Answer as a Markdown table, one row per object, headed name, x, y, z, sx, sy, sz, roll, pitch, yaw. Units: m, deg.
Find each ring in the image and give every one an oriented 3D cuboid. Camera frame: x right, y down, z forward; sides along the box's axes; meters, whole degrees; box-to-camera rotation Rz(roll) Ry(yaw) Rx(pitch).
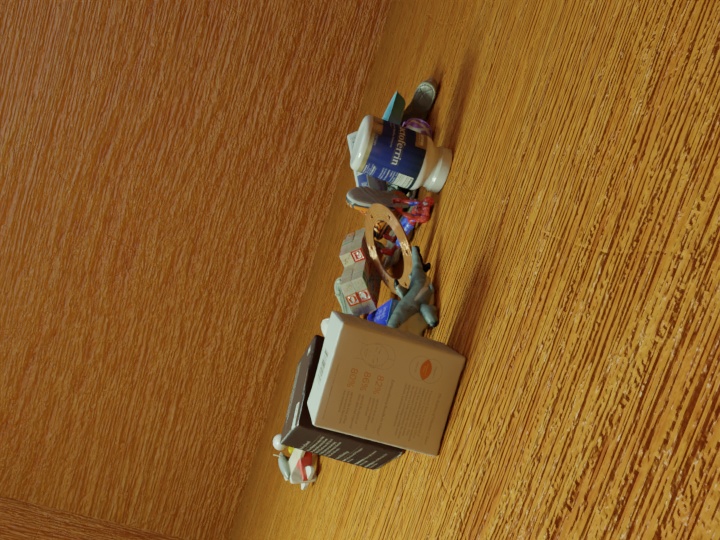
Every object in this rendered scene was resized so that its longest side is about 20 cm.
| name | x | y | z | sx | sy | sz | roll | pitch | yaw |
| --- | --- | --- | --- | --- | --- | --- | --- | --- | --- |
| ring | 0.065 | -0.046 | 1.348 | 0.201 | 0.019 | 0.204 | 49 | 150 | 41 |

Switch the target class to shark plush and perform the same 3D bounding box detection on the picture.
| name | x | y | z | sx | sy | sz | roll | pitch | yaw |
| --- | --- | --- | --- | --- | --- | --- | --- | --- | --- |
| shark plush | 0.096 | 0.037 | 1.147 | 0.091 | 0.081 | 0.205 | 130 | 155 | -66 |

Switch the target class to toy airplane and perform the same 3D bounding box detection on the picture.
| name | x | y | z | sx | sy | sz | roll | pitch | yaw |
| --- | --- | --- | --- | --- | --- | --- | --- | --- | --- |
| toy airplane | -0.181 | 0.505 | 1.771 | 0.199 | 0.138 | 0.206 | 169 | 118 | -78 |

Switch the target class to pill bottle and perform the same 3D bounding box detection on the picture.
| name | x | y | z | sx | sy | sz | roll | pitch | yaw |
| --- | --- | --- | --- | --- | --- | --- | --- | --- | --- |
| pill bottle | 0.085 | -0.237 | 1.318 | 0.116 | 0.195 | 0.119 | -164 | 90 | -79 |

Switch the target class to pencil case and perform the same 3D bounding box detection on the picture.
| name | x | y | z | sx | sy | sz | roll | pitch | yaw |
| --- | --- | --- | --- | --- | --- | --- | --- | --- | --- |
| pencil case | 0.114 | -0.310 | 1.594 | 0.085 | 0.084 | 0.200 | -63 | 8 | -19 |

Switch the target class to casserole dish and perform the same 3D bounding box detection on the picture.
| name | x | y | z | sx | sy | sz | roll | pitch | yaw |
| --- | --- | --- | --- | --- | --- | --- | --- | --- | --- |
| casserole dish | 0.073 | -0.367 | 1.600 | 0.203 | 0.038 | 0.122 | -73 | 11 | -46 |

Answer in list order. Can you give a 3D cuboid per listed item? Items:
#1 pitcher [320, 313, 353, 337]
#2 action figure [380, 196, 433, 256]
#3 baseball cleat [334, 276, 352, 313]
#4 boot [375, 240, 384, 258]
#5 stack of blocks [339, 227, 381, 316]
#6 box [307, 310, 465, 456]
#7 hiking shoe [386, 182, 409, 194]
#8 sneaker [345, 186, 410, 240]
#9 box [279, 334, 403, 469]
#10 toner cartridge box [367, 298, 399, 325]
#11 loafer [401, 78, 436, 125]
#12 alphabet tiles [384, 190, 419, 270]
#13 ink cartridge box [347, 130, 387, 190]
| name | x | y | z | sx | sy | sz | roll | pitch | yaw |
| --- | --- | --- | --- | --- | --- | --- | --- | --- | --- |
| pitcher | -0.026 | 0.219 | 1.386 | 0.172 | 0.118 | 0.205 | 68 | -170 | -67 |
| action figure | 0.084 | -0.112 | 1.384 | 0.200 | 0.097 | 0.067 | -42 | 32 | 49 |
| baseball cleat | -0.013 | 0.115 | 1.703 | 0.069 | 0.105 | 0.206 | -19 | 74 | 35 |
| boot | 0.020 | -0.003 | 1.644 | 0.201 | 0.073 | 0.110 | 93 | -176 | -62 |
| stack of blocks | 0.000 | 0.000 | 1.465 | 0.201 | 0.057 | 0.117 | -77 | -35 | -61 |
| box | 0.035 | 0.167 | 0.951 | 0.106 | 0.195 | 0.156 | -154 | 81 | -78 |
| hiking shoe | 0.108 | -0.225 | 1.517 | 0.201 | 0.074 | 0.103 | 106 | -175 | -70 |
| sneaker | 0.031 | -0.125 | 1.453 | 0.078 | 0.197 | 0.114 | 49 | 123 | 34 |
| box | -0.025 | 0.246 | 1.159 | 0.165 | 0.195 | 0.170 | 124 | 161 | -59 |
| toner cartridge box | 0.049 | 0.130 | 1.375 | 0.200 | 0.042 | 0.098 | 136 | 148 | -71 |
| loafer | 0.147 | -0.415 | 1.667 | 0.201 | 0.071 | 0.063 | -57 | 0 | 41 |
| alphabet tiles | 0.099 | -0.099 | 1.542 | 0.200 | 0.014 | 0.201 | 139 | 148 | -72 |
| ink cartridge box | 0.038 | -0.231 | 1.638 | 0.199 | 0.042 | 0.202 | 23 | -127 | -63 |
